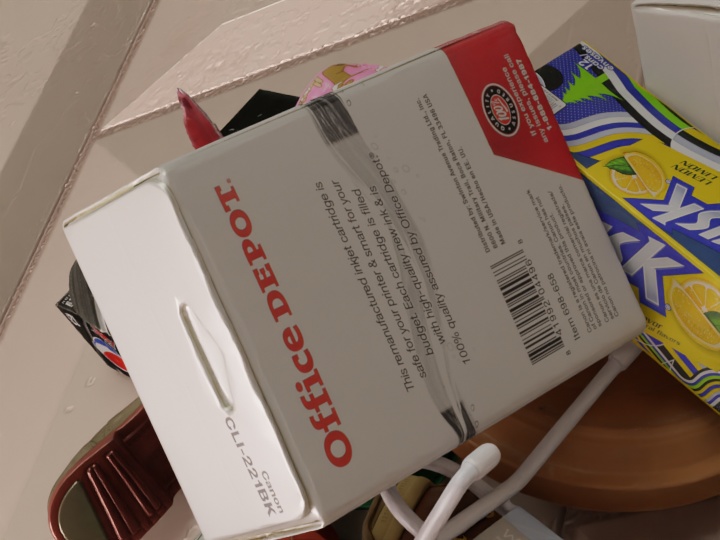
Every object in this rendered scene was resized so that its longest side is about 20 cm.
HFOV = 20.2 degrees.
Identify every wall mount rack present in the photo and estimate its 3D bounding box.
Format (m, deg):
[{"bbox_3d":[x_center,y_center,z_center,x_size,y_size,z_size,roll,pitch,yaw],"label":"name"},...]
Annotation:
[{"bbox_3d":[0.113,0.107,0.820,0.174,0.200,0.075,-25,-31,-58],"label":"wall mount rack"}]

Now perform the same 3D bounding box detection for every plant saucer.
[{"bbox_3d":[0.117,0.024,0.943,0.199,0.032,0.201,-1,45,1],"label":"plant saucer"}]

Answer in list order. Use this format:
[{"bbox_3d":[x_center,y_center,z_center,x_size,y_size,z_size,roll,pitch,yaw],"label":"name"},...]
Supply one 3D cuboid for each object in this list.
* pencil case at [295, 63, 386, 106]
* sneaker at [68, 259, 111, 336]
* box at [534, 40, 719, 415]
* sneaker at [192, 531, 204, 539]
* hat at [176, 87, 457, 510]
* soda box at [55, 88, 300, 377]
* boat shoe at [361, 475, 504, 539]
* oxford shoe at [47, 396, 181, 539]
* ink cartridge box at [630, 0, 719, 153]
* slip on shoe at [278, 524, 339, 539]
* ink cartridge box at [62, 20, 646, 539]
[{"bbox_3d":[0.039,-0.076,1.196,0.086,0.083,0.199,-33,26,-28],"label":"pencil case"},{"bbox_3d":[-0.073,-0.001,1.196,0.198,0.079,0.090,-10,-1,4],"label":"sneaker"},{"bbox_3d":[0.140,-0.008,0.869,0.064,0.070,0.200,-32,61,-32],"label":"box"},{"bbox_3d":[-0.044,0.130,1.037,0.072,0.072,0.200,16,45,12],"label":"sneaker"},{"bbox_3d":[0.000,0.000,0.974,0.200,0.165,0.177,-37,-22,-55],"label":"hat"},{"bbox_3d":[-0.093,-0.022,1.275,0.200,0.063,0.071,-49,34,-17],"label":"soda box"},{"bbox_3d":[0.024,0.151,0.810,0.067,0.072,0.200,4,31,14],"label":"boat shoe"},{"bbox_3d":[-0.099,0.081,1.143,0.199,0.071,0.075,-35,12,-12],"label":"oxford shoe"},{"bbox_3d":[0.218,-0.101,0.934,0.083,0.148,0.200,12,40,39],"label":"ink cartridge box"},{"bbox_3d":[0.007,0.168,0.914,0.061,0.074,0.200,-42,36,7],"label":"slip on shoe"},{"bbox_3d":[0.001,0.003,0.812,0.199,0.145,0.084,-26,2,-40],"label":"ink cartridge box"}]
